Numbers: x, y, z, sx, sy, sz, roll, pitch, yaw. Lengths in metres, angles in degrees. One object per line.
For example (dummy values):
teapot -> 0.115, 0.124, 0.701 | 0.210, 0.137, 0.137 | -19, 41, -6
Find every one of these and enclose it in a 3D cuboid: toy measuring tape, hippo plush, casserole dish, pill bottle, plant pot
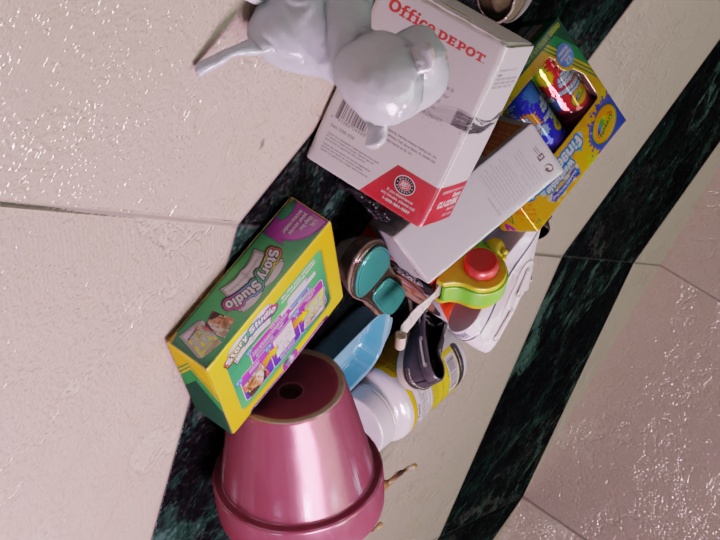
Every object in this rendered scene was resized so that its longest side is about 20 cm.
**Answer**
toy measuring tape -> 0.118, 0.033, 1.748 | 0.200, 0.073, 0.074 | -48, 160, -33
hippo plush -> 0.001, -0.203, 1.251 | 0.200, 0.160, 0.160 | -21, 140, -61
casserole dish -> -0.032, 0.118, 1.875 | 0.200, 0.039, 0.122 | -43, 157, -35
pill bottle -> 0.046, 0.156, 2.012 | 0.200, 0.114, 0.115 | -38, 154, -43
plant pot -> -0.074, 0.195, 1.687 | 0.200, 0.199, 0.180 | -41, 140, -40

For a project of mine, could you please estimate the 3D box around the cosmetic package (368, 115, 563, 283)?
cosmetic package -> 0.116, -0.082, 1.675 | 0.200, 0.071, 0.101 | -40, -162, -6

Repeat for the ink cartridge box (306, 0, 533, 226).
ink cartridge box -> 0.058, -0.168, 1.477 | 0.084, 0.144, 0.201 | -22, 141, -62

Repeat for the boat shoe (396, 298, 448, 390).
boat shoe -> 0.100, 0.059, 1.960 | 0.072, 0.063, 0.201 | 26, 66, -34

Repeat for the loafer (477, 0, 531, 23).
loafer -> 0.139, -0.332, 1.555 | 0.069, 0.075, 0.201 | -35, 149, -24

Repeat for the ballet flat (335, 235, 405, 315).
ballet flat -> 0.000, 0.000, 1.720 | 0.068, 0.067, 0.200 | -49, 159, -10

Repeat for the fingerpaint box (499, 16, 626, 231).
fingerpaint box -> 0.205, -0.175, 1.806 | 0.200, 0.073, 0.167 | -49, 116, -22

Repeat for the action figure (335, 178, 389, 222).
action figure -> 0.067, -0.145, 1.610 | 0.200, 0.102, 0.119 | -54, 150, -5

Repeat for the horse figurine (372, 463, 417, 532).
horse figurine -> 0.008, 0.359, 2.329 | 0.132, 0.050, 0.201 | -8, 135, -50

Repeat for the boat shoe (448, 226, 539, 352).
boat shoe -> 0.177, 0.006, 1.847 | 0.065, 0.073, 0.201 | 38, 77, -32

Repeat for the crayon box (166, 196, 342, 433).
crayon box -> -0.104, 0.049, 1.553 | 0.200, 0.058, 0.173 | -51, 159, -20

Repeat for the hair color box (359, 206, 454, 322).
hair color box -> 0.071, -0.010, 1.829 | 0.061, 0.101, 0.200 | -56, 161, -8

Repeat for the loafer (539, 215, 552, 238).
loafer -> 0.214, -0.044, 1.929 | 0.201, 0.063, 0.072 | -57, 160, -23
